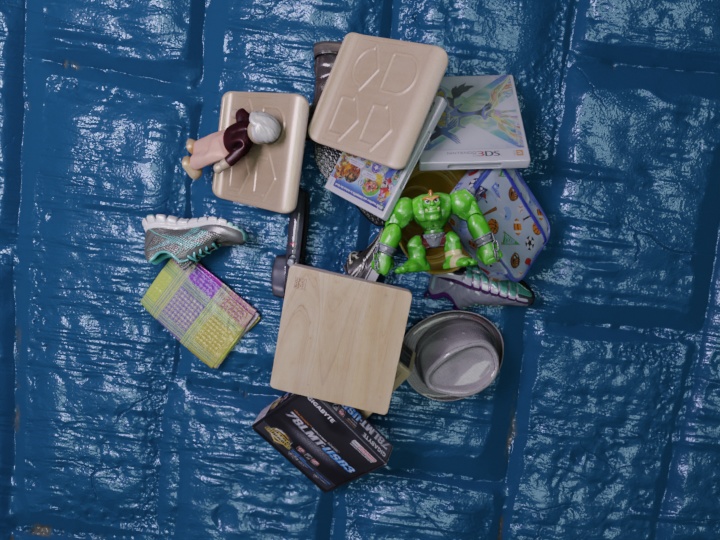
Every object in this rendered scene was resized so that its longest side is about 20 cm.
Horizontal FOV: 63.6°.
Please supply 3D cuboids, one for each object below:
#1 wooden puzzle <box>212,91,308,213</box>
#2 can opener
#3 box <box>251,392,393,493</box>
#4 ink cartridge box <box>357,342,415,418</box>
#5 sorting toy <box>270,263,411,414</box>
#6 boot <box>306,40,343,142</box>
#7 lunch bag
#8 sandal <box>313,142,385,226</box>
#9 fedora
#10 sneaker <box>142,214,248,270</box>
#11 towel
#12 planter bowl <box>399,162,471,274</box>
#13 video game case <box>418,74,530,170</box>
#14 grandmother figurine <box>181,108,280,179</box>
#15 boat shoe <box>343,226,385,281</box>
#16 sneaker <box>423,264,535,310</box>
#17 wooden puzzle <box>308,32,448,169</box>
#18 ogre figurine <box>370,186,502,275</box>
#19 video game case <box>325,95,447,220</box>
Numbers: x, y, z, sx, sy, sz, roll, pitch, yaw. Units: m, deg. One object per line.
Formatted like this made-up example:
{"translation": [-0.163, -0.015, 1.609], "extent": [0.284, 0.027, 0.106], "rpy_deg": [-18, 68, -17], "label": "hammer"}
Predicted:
{"translation": [-0.169, -0.207, 1.002], "extent": [0.196, 0.046, 0.191], "rpy_deg": [15, 101, 36], "label": "wooden puzzle"}
{"translation": [-0.119, -0.045, 1.050], "extent": [0.076, 0.063, 0.206], "rpy_deg": [9, 98, 0], "label": "can opener"}
{"translation": [-0.072, 0.299, 1.050], "extent": [0.200, 0.050, 0.198], "rpy_deg": [45, 131, -9], "label": "box"}
{"translation": [-0.022, 0.177, 1.047], "extent": [0.164, 0.075, 0.201], "rpy_deg": [40, 117, -3], "label": "ink cartridge box"}
{"translation": [-0.030, 0.104, 0.937], "extent": [0.193, 0.070, 0.206], "rpy_deg": [12, 102, 3], "label": "sorting toy"}
{"translation": [-0.005, -0.292, 0.995], "extent": [0.194, 0.069, 0.180], "rpy_deg": [2, 88, 1], "label": "boot"}
{"translation": [0.239, -0.094, 0.994], "extent": [0.161, 0.075, 0.201], "rpy_deg": [-48, 115, -21], "label": "lunch bag"}
{"translation": [-0.016, -0.162, 1.038], "extent": [0.075, 0.048, 0.202], "rpy_deg": [-39, 97, -3], "label": "sandal"}
{"translation": [0.173, 0.169, 1.056], "extent": [0.194, 0.090, 0.182], "rpy_deg": [-11, 104, 1], "label": "fedora"}
{"translation": [-0.297, -0.045, 1.038], "extent": [0.194, 0.078, 0.094], "rpy_deg": [2, 77, 9], "label": "sneaker"}
{"translation": [-0.302, 0.074, 1.091], "extent": [0.199, 0.023, 0.144], "rpy_deg": [40, 97, -4], "label": "towel"}
{"translation": [0.118, -0.098, 1.012], "extent": [0.196, 0.083, 0.207], "rpy_deg": [-2, 95, -30], "label": "planter bowl"}
{"translation": [0.181, -0.252, 0.975], "extent": [0.177, 0.022, 0.204], "rpy_deg": [-1, 58, 2], "label": "video game case"}
{"translation": [-0.211, -0.216, 0.962], "extent": [0.196, 0.060, 0.125], "rpy_deg": [-9, 72, 35], "label": "grandmother figurine"}
{"translation": [0.000, 0.000, 1.051], "extent": [0.063, 0.071, 0.203], "rpy_deg": [28, 99, -4], "label": "boat shoe"}
{"translation": [0.217, 0.040, 1.067], "extent": [0.195, 0.075, 0.089], "rpy_deg": [18, 123, -1], "label": "sneaker"}
{"translation": [0.028, -0.267, 0.912], "extent": [0.197, 0.046, 0.189], "rpy_deg": [25, 94, 33], "label": "wooden puzzle"}
{"translation": [0.112, -0.061, 0.902], "extent": [0.195, 0.098, 0.124], "rpy_deg": [-8, 86, 26], "label": "ogre figurine"}
{"translation": [0.036, -0.197, 0.924], "extent": [0.142, 0.018, 0.203], "rpy_deg": [31, 94, 37], "label": "video game case"}
